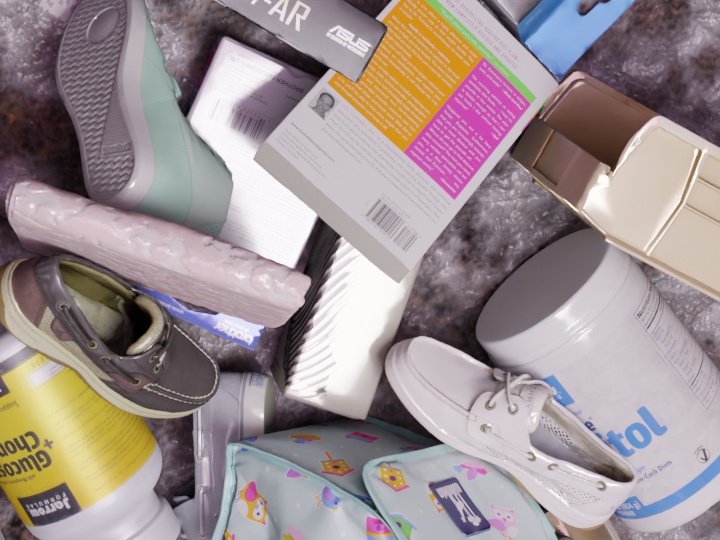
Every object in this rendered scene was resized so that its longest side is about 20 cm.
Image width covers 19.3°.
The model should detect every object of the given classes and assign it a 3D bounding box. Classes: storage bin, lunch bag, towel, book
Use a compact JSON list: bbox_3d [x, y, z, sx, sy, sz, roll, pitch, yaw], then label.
[{"bbox_3d":[0.229,-0.052,1.516,0.198,0.200,0.094,27,98,-16],"label":"storage bin"},{"bbox_3d":[0.021,0.181,1.496,0.170,0.199,0.123,-5,107,-52],"label":"lunch bag"},{"bbox_3d":[-0.136,-0.009,1.417,0.199,0.191,0.032,17,83,-4],"label":"towel"},{"bbox_3d":[0.036,-0.106,1.477,0.133,0.048,0.200,41,60,-1],"label":"book"}]

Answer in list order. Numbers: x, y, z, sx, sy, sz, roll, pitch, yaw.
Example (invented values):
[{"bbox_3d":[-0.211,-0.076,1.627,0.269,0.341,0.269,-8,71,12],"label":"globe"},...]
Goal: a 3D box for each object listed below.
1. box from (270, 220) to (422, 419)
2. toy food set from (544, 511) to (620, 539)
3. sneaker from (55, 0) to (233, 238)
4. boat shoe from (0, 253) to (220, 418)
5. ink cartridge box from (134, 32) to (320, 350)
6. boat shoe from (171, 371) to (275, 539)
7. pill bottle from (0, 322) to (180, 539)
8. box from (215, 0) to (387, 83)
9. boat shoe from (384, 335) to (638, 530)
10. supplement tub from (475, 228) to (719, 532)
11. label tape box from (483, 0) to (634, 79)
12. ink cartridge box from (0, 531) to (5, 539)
[{"bbox_3d":[0.000,0.000,1.543,0.068,0.082,0.201,17,97,-13],"label":"box"},{"bbox_3d":[0.124,0.276,1.572,0.199,0.060,0.144,-29,85,-11],"label":"toy food set"},{"bbox_3d":[-0.146,-0.105,1.473,0.073,0.202,0.118,-27,144,25],"label":"sneaker"},{"bbox_3d":[-0.162,0.046,1.453,0.200,0.066,0.072,33,53,-40],"label":"boat shoe"},{"bbox_3d":[-0.088,-0.057,1.532,0.119,0.042,0.201,23,94,-13],"label":"ink cartridge box"},{"bbox_3d":[-0.104,0.170,1.573,0.071,0.070,0.202,6,103,8],"label":"boat shoe"},{"bbox_3d":[-0.211,0.122,1.509,0.112,0.112,0.201,-30,106,-4],"label":"pill bottle"},{"bbox_3d":[-0.076,-0.194,1.422,0.160,0.200,0.044,30,95,-15],"label":"box"},{"bbox_3d":[0.111,0.102,1.499,0.199,0.071,0.069,34,136,-6],"label":"boat shoe"},{"bbox_3d":[0.193,0.083,1.574,0.132,0.132,0.200,-41,106,0],"label":"supplement tub"},{"bbox_3d":[0.133,-0.254,1.522,0.143,0.066,0.200,-45,105,1],"label":"label tape box"},{"bbox_3d":[-0.300,0.191,1.460,0.083,0.200,0.146,-24,106,-6],"label":"ink cartridge box"}]
